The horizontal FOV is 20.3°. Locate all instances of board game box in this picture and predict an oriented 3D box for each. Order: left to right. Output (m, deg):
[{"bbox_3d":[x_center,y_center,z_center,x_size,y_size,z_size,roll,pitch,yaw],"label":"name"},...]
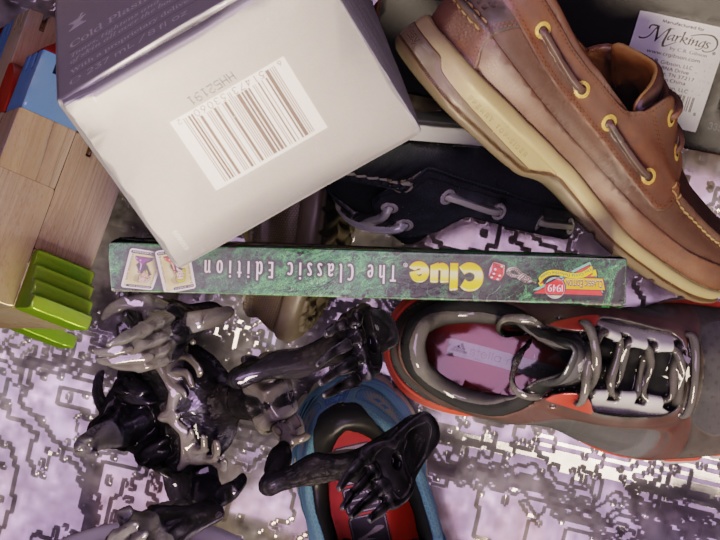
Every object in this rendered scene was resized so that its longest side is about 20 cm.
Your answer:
[{"bbox_3d":[0.000,0.000,0.815,0.199,0.105,0.024,2,89,-4],"label":"board game box"}]

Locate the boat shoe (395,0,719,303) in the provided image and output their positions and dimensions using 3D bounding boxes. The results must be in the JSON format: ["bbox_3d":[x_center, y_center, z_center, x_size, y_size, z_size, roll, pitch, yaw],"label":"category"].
[{"bbox_3d":[0.101,-0.054,0.809,0.068,0.072,0.200,-46,126,11],"label":"boat shoe"}]

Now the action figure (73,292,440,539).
[{"bbox_3d":[-0.068,0.061,0.843,0.199,0.102,0.119,-9,95,44],"label":"action figure"}]

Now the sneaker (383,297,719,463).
[{"bbox_3d":[0.107,0.048,0.887,0.199,0.082,0.077,3,90,4],"label":"sneaker"}]

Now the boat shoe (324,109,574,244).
[{"bbox_3d":[0.026,-0.040,0.854,0.199,0.076,0.061,0,105,-36],"label":"boat shoe"}]

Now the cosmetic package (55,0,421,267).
[{"bbox_3d":[-0.053,-0.099,0.765,0.107,0.200,0.090,-30,122,6],"label":"cosmetic package"}]

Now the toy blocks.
[{"bbox_3d":[-0.145,-0.047,0.865,0.100,0.200,0.137,23,80,-22],"label":"toy blocks"}]

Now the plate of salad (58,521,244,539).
[{"bbox_3d":[-0.116,0.191,0.869,0.199,0.200,0.048,-23,128,3],"label":"plate of salad"}]

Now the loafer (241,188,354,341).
[{"bbox_3d":[-0.038,-0.069,0.904,0.067,0.076,0.201,4,90,12],"label":"loafer"}]

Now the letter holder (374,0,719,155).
[{"bbox_3d":[0.111,-0.138,0.886,0.199,0.142,0.101,11,124,-2],"label":"letter holder"}]

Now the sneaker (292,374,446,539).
[{"bbox_3d":[0.010,0.145,0.888,0.078,0.090,0.201,-19,88,2],"label":"sneaker"}]
